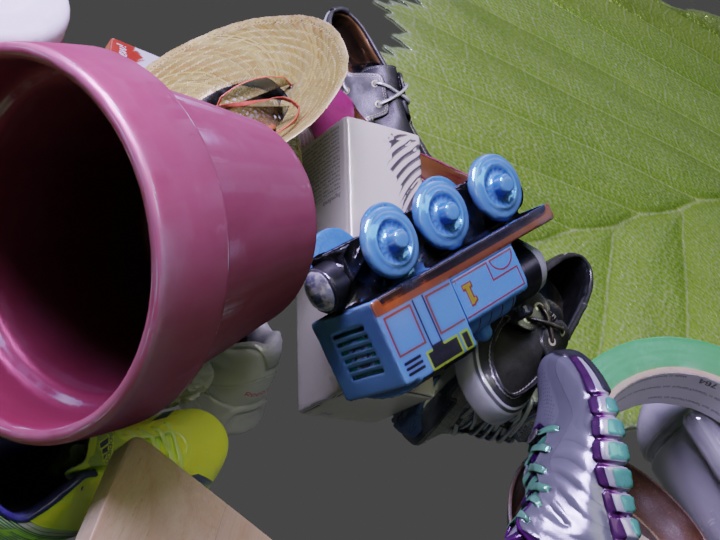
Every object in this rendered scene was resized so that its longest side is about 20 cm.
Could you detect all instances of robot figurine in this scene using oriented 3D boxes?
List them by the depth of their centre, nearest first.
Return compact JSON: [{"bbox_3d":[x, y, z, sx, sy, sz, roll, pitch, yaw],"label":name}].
[{"bbox_3d":[0.295,0.153,1.030,0.201,0.112,0.170,60,8,30],"label":"robot figurine"}]

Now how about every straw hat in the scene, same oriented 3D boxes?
[{"bbox_3d":[-0.083,-0.090,0.914,0.202,0.199,0.086,-85,157,-50],"label":"straw hat"}]

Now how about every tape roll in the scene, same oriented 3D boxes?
[{"bbox_3d":[0.226,0.144,0.912,0.198,0.048,0.202,3,56,-4],"label":"tape roll"}]

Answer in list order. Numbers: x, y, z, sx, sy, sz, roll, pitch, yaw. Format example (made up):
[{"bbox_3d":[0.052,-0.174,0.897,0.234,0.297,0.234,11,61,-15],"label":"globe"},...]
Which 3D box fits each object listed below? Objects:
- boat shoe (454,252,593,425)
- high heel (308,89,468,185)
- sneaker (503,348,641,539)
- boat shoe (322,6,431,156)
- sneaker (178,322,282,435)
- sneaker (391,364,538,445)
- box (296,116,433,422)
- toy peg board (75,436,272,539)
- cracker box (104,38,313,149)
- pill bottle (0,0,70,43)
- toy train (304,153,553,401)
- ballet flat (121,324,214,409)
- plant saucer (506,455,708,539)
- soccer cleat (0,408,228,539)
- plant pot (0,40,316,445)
[{"bbox_3d":[0.122,0.039,0.943,0.069,0.056,0.200,50,32,-7],"label":"boat shoe"},{"bbox_3d":[0.028,-0.102,1.039,0.200,0.095,0.068,49,25,-41],"label":"high heel"},{"bbox_3d":[0.124,0.139,0.827,0.087,0.075,0.202,-1,56,-14],"label":"sneaker"},{"bbox_3d":[0.012,-0.154,1.182,0.071,0.068,0.201,-4,53,-44],"label":"boat shoe"},{"bbox_3d":[-0.111,0.005,0.871,0.078,0.100,0.200,-17,61,-48],"label":"sneaker"},{"bbox_3d":[0.102,0.092,0.976,0.085,0.077,0.199,50,38,12],"label":"sneaker"},{"bbox_3d":[0.000,0.000,0.928,0.068,0.082,0.202,11,67,-31],"label":"box"},{"bbox_3d":[-0.096,0.230,0.658,0.199,0.098,0.201,42,33,-20],"label":"toy peg board"},{"bbox_3d":[-0.116,-0.085,1.003,0.198,0.058,0.135,19,41,-22],"label":"cracker box"},{"bbox_3d":[-0.258,-0.094,0.769,0.119,0.201,0.120,22,35,-16],"label":"pill bottle"},{"bbox_3d":[0.049,0.002,0.861,0.199,0.086,0.115,-27,96,-39],"label":"toy train"},{"bbox_3d":[-0.189,0.058,0.782,0.198,0.072,0.072,18,39,-12],"label":"ballet flat"},{"bbox_3d":[0.182,0.216,0.935,0.199,0.035,0.201,23,37,-19],"label":"plant saucer"},{"bbox_3d":[-0.145,0.111,0.736,0.199,0.084,0.065,-11,57,-45],"label":"soccer cleat"},{"bbox_3d":[-0.124,-0.020,0.711,0.200,0.200,0.178,49,28,18],"label":"plant pot"}]
